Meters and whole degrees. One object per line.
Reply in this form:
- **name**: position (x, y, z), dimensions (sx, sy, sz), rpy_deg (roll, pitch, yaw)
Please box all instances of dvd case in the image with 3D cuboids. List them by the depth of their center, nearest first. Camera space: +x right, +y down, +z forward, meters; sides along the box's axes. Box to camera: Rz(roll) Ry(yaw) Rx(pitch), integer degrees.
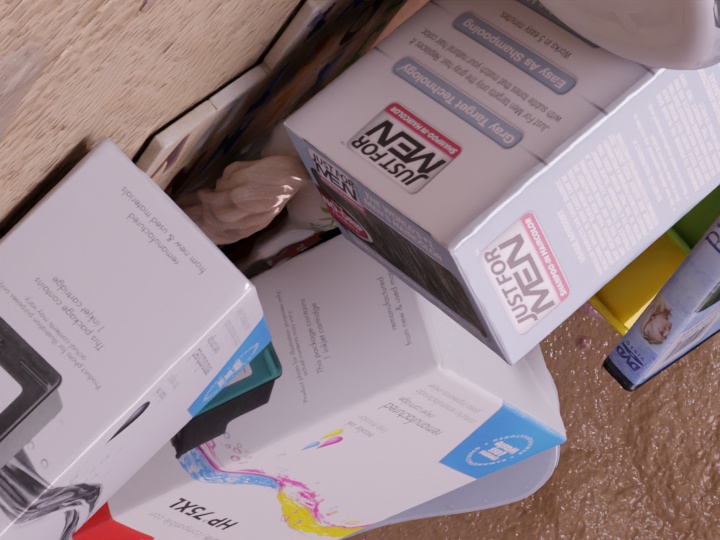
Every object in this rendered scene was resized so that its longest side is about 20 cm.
- **dvd case**: position (0.173, -0.047, 0.894), dimensions (0.142, 0.018, 0.200), rpy_deg (-29, 160, -46)

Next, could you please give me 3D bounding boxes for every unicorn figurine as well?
- **unicorn figurine**: position (0.018, -0.059, 0.931), dimensions (0.200, 0.074, 0.137), rpy_deg (-46, 180, -33)

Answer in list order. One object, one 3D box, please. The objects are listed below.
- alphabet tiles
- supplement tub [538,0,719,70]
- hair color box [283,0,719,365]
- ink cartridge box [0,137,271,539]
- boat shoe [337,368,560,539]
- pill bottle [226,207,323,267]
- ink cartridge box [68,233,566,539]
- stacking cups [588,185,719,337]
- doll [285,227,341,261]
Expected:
- **alphabet tiles**: position (-0.041, -0.054, 0.943), dimensions (0.167, 0.008, 0.200), rpy_deg (-50, 175, 39)
- **supplement tub**: position (0.128, -0.166, 0.780), dimensions (0.200, 0.122, 0.123), rpy_deg (-44, 175, -16)
- **hair color box**: position (0.084, -0.071, 0.849), dimensions (0.200, 0.099, 0.061), rpy_deg (-40, 133, -12)
- **ink cartridge box**: position (-0.122, 0.061, 0.799), dimensions (0.200, 0.068, 0.116), rpy_deg (-44, 172, -5)
- **boat shoe**: position (-0.013, 0.064, 1.097), dimensions (0.201, 0.075, 0.086), rpy_deg (-12, -156, 12)
- **pill bottle**: position (-0.003, 0.012, 1.188), dimensions (0.200, 0.112, 0.112), rpy_deg (-46, 175, -6)
- **ink cartridge box**: position (-0.038, 0.061, 0.965), dimensions (0.199, 0.068, 0.116), rpy_deg (-26, 153, 20)
- **stacking cups**: position (0.163, -0.056, 0.985), dimensions (0.200, 0.061, 0.060), rpy_deg (-43, 176, 7)
- **doll**: position (0.000, 0.000, 1.051), dimensions (0.199, 0.049, 0.136), rpy_deg (-22, -172, 28)
